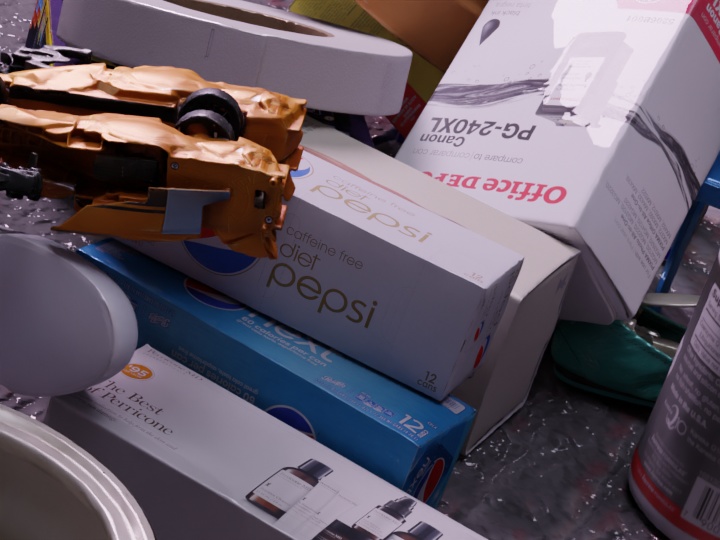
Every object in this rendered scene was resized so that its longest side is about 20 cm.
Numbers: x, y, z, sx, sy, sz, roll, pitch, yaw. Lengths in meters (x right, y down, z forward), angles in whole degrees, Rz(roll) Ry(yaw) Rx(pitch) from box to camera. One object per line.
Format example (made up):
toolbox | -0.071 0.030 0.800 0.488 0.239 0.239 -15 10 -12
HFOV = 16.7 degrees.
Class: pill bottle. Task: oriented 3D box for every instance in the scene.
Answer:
pill bottle | 0.220 0.044 1.234 0.114 0.200 0.114 16 25 -8

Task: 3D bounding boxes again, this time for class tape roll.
tape roll | -0.070 -0.127 1.373 0.202 0.037 0.203 13 10 -2

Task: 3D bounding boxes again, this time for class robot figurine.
robot figurine | -0.128 -0.055 1.096 0.199 0.058 0.145 6 24 3

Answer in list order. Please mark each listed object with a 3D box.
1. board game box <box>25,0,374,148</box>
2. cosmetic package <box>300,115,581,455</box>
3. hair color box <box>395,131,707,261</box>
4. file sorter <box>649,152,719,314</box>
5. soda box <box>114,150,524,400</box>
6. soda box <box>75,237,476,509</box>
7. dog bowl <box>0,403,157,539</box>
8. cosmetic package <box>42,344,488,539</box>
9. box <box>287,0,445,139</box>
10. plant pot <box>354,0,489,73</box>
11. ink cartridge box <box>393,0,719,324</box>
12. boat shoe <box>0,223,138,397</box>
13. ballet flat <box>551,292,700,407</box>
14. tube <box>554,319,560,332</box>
board game box | -0.098 -0.098 1.466 0.199 0.057 0.165 13 27 -15
cosmetic package | 0.000 0.000 1.285 0.200 0.104 0.087 26 27 17
hair color box | 0.135 -0.084 1.600 0.200 0.065 0.109 25 25 9
file sorter | 0.277 0.010 1.436 0.199 0.123 0.139 21 26 5
soda box | -0.027 -0.015 1.180 0.200 0.064 0.068 25 21 13
soda box | -0.051 0.055 1.173 0.200 0.068 0.064 29 24 20
dog bowl | -0.181 0.121 0.940 0.199 0.074 0.200 16 24 -7
cosmetic package | -0.043 0.107 1.095 0.200 0.051 0.083 28 25 18
box | 0.044 -0.107 1.513 0.200 0.050 0.075 50 17 19
plant pot | 0.053 -0.228 1.497 0.200 0.140 0.200 39 16 -13
ink cartridge box | 0.118 -0.079 1.370 0.145 0.083 0.200 7 56 39
boat shoe | -0.164 0.013 1.131 0.200 0.072 0.068 5 11 42
ballet flat | 0.206 0.056 1.353 0.199 0.071 0.067 19 24 -1
tube | 0.139 -0.049 1.456 0.052 0.058 0.200 42 42 -31
